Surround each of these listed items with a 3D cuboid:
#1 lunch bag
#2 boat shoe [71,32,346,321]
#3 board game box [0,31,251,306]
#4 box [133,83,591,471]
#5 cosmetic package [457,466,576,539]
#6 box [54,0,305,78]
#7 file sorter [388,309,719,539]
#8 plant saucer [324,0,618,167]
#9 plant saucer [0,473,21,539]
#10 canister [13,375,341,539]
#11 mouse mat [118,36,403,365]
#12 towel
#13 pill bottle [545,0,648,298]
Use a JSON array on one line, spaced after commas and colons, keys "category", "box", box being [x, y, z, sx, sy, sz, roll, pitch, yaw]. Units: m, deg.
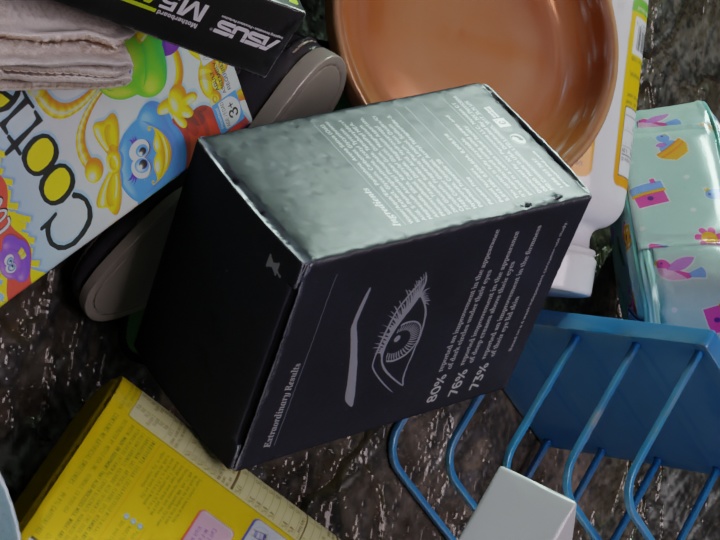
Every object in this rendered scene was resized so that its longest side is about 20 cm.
[{"category": "lunch bag", "box": [0.206, 0.003, 1.544, 0.161, 0.077, 0.201, 84, 4, -46]}, {"category": "boat shoe", "box": [-0.094, -0.057, 1.290, 0.200, 0.063, 0.073, -47, 155, -14]}, {"category": "board game box", "box": [-0.166, -0.073, 1.172, 0.200, 0.105, 0.103, -39, 121, -39]}, {"category": "box", "box": [0.000, 0.000, 1.246, 0.199, 0.104, 0.148, -13, 138, -38]}, {"category": "cosmetic package", "box": [0.050, 0.225, 1.271, 0.200, 0.052, 0.151, -58, 161, -24]}, {"category": "box", "box": [-0.138, -0.190, 1.114, 0.193, 0.200, 0.048, 19, 120, -35]}, {"category": "file sorter", "box": [0.140, 0.117, 1.460, 0.139, 0.199, 0.123, 53, 58, -36]}, {"category": "plant saucer", "box": [0.061, -0.140, 1.377, 0.199, 0.037, 0.201, 7, 77, -31]}, {"category": "plant saucer", "box": [-0.247, 0.141, 1.090, 0.200, 0.039, 0.202, 14, 71, -43]}, {"category": "canister", "box": [-0.088, 0.168, 1.229, 0.200, 0.087, 0.149, 38, 64, -9]}, {"category": "mouse mat", "box": [-0.050, -0.036, 1.336, 0.160, 0.008, 0.201, 11, 83, -27]}, {"category": "towel", "box": [-0.195, -0.157, 1.092, 0.132, 0.200, 0.035, -5, 139, -47]}, {"category": "pill bottle", "box": [0.116, -0.087, 1.485, 0.111, 0.111, 0.201, 12, 83, -48]}]
